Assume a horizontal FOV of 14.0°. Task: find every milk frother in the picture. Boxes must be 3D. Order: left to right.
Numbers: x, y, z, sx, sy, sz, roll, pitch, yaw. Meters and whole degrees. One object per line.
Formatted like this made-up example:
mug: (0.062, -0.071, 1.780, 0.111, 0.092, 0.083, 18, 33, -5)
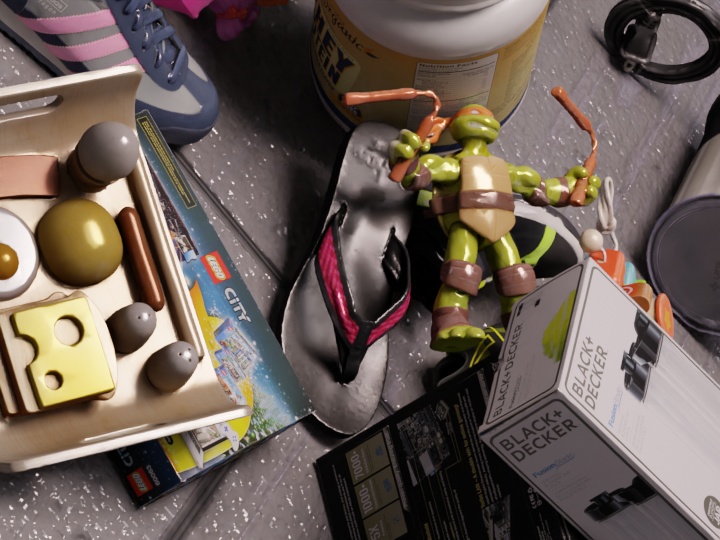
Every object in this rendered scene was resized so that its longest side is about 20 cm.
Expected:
milk frother: (0.247, -0.085, 2.112, 0.199, 0.181, 0.188, 14, 35, 13)

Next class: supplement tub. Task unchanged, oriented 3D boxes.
supplement tub: (0.044, -0.171, 1.790, 0.143, 0.200, 0.145, 2, 65, -4)

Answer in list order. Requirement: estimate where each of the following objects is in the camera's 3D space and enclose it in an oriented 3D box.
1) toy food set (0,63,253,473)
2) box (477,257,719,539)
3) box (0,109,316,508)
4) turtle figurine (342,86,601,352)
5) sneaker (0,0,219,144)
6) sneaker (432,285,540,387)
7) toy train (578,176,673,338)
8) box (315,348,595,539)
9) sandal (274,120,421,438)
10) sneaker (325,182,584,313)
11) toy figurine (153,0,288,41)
toy food set: (-0.149, -0.002, 1.538, 0.143, 0.060, 0.201, -13, 78, -29)
box: (0.160, 0.103, 1.608, 0.200, 0.060, 0.117, 44, 37, -19)
box: (-0.121, 0.018, 1.632, 0.136, 0.038, 0.201, -24, 83, -55)
turtle figurine: (0.064, -0.033, 1.758, 0.199, 0.064, 0.162, 8, 73, -40)
sneaker: (-0.143, -0.148, 1.694, 0.200, 0.082, 0.070, 36, 40, -29)
sneaker: (0.090, 0.054, 1.835, 0.200, 0.084, 0.075, -68, 163, -71)
toy train: (0.172, 0.022, 1.898, 0.200, 0.055, 0.151, -67, 158, -66)
box: (0.079, 0.168, 1.655, 0.086, 0.163, 0.201, 12, 54, -46)
sandal: (0.000, 0.000, 1.745, 0.075, 0.045, 0.201, 23, 68, -27)
sneaker: (0.056, -0.004, 1.850, 0.199, 0.072, 0.083, 12, 62, -33)
toy figurine: (-0.078, -0.217, 1.825, 0.184, 0.149, 0.201, -59, 137, -38)
